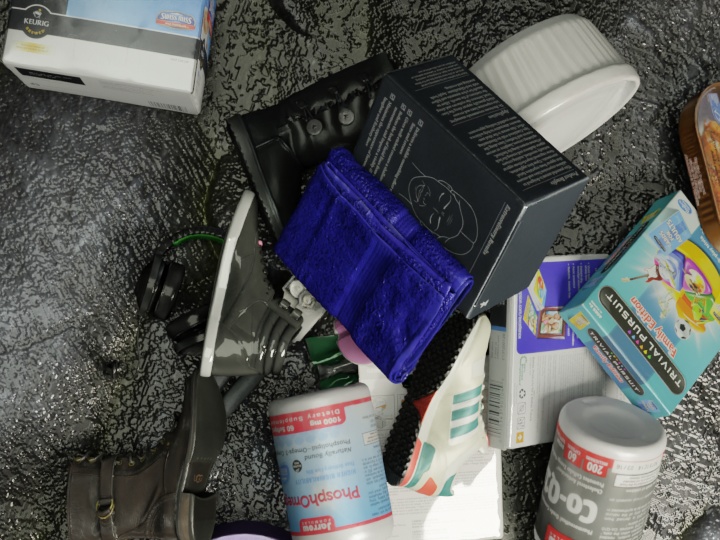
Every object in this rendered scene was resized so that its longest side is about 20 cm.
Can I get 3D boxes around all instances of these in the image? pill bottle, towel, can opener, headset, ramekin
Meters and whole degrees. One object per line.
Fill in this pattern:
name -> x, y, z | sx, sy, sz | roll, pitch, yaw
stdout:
pill bottle -> 0.245, 0.246, 1.289 | 0.112, 0.114, 0.203 | 7, 112, -4
pill bottle -> -0.026, 0.222, 1.247 | 0.107, 0.109, 0.204 | -11, 85, -4
towel -> 0.004, -0.004, 1.196 | 0.200, 0.049, 0.149 | 47, 123, 21
can opener -> -0.097, 0.074, 1.332 | 0.053, 0.066, 0.201 | 41, 94, 0
headset -> -0.199, 0.045, 1.328 | 0.124, 0.094, 0.200 | 46, 70, -2
ramekin -> 0.187, -0.185, 1.295 | 0.200, 0.203, 0.095 | -28, 78, -5

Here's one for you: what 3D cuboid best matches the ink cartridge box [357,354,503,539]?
ink cartridge box -> 0.073, 0.194, 1.328 | 0.158, 0.050, 0.204 | -2, 92, -8

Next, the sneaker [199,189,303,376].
sneaker -> -0.104, 0.020, 1.279 | 0.097, 0.071, 0.203 | 11, 72, -8

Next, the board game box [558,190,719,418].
board game box -> 0.326, 0.036, 1.322 | 0.151, 0.047, 0.200 | 49, 62, -6

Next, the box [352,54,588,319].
box -> 0.096, -0.085, 1.197 | 0.106, 0.150, 0.200 | -22, 59, -41

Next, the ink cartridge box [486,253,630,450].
ink cartridge box -> 0.220, 0.083, 1.329 | 0.197, 0.043, 0.202 | -2, 95, -37

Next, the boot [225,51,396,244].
boot -> -0.027, -0.127, 1.342 | 0.197, 0.066, 0.167 | -22, 91, -9

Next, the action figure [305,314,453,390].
action figure -> 0.051, 0.098, 1.343 | 0.197, 0.055, 0.120 | -19, 87, -8

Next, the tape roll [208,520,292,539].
tape roll -> -0.124, 0.374, 1.303 | 0.196, 0.085, 0.204 | 0, 87, -4

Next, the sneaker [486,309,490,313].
sneaker -> 0.141, 0.005, 1.349 | 0.200, 0.080, 0.074 | 47, 62, -16

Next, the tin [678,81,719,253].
tin -> 0.415, -0.107, 1.357 | 0.110, 0.042, 0.204 | -6, 79, -23

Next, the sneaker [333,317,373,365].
sneaker -> 0.000, 0.000, 1.292 | 0.080, 0.088, 0.203 | -21, 78, 27

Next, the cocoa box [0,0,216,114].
cocoa box -> -0.258, -0.254, 1.291 | 0.196, 0.133, 0.134 | 9, 87, -4

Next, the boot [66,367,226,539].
boot -> -0.235, 0.202, 1.293 | 0.171, 0.069, 0.204 | -3, 72, 22

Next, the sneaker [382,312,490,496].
sneaker -> 0.100, 0.142, 1.281 | 0.092, 0.070, 0.202 | 25, 87, -26
